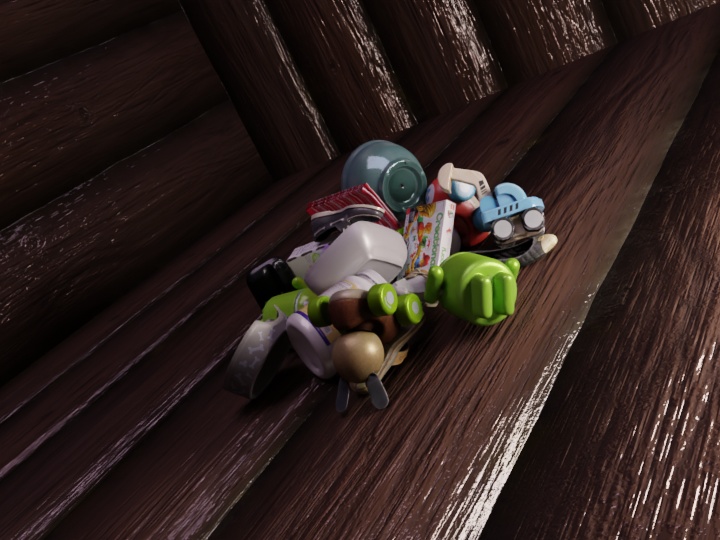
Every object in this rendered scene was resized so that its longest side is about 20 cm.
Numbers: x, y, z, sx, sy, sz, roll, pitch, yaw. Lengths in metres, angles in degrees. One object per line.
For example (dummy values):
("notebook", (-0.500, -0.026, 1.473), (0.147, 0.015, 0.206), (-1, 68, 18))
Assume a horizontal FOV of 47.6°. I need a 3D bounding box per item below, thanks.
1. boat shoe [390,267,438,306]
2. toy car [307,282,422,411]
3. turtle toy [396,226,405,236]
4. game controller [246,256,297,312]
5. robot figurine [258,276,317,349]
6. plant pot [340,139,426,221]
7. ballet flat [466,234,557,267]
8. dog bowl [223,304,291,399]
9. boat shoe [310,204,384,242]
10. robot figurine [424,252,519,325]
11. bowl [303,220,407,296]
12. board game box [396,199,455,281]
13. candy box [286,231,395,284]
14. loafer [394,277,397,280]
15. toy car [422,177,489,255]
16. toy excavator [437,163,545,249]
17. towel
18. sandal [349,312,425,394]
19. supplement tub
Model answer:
("boat shoe", (0.111, 0.029, 1.579), (0.069, 0.074, 0.200), (-63, -19, 11))
("toy car", (0.007, 0.141, 1.411), (0.163, 0.203, 0.157), (-13, -22, 35))
("turtle toy", (0.053, -0.049, 1.984), (0.145, 0.102, 0.199), (-40, 11, -36))
("game controller", (-0.190, 0.063, 1.916), (0.103, 0.201, 0.042), (-26, 34, -2))
("robot figurine", (-0.139, 0.104, 1.835), (0.198, 0.116, 0.177), (-15, 38, 35))
("plant pot", (0.071, -0.199, 1.886), (0.199, 0.202, 0.134), (-33, 22, -19))
("ballet flat", (0.298, -0.034, 1.634), (0.198, 0.057, 0.067), (-20, 18, 28))
("dog bowl", (-0.199, 0.171, 1.657), (0.201, 0.058, 0.200), (-59, -10, -18))
("boat shoe", (-0.030, -0.101, 1.819), (0.198, 0.064, 0.072), (-7, -20, 37))
("robot figurine", (0.202, 0.031, 1.455), (0.173, 0.117, 0.200), (-8, 10, -15))
("bowl", (0.000, 0.000, 1.726), (0.200, 0.075, 0.199), (-45, -32, 20))
("board game box", (0.139, -0.044, 1.753), (0.125, 0.034, 0.203), (-10, 66, 50))
("candy box", (-0.046, 0.003, 1.894), (0.198, 0.169, 0.072), (-21, 19, 24))
("loafer", (0.134, -0.029, 1.906), (0.070, 0.069, 0.200), (19, 36, 28))
("toy car", (0.183, -0.094, 1.846), (0.200, 0.177, 0.184), (-46, 10, -15))
("toy excavator", (0.274, -0.146, 1.697), (0.192, 0.203, 0.100), (-17, -15, 10))
("towel", (-0.018, -0.123, 1.879), (0.199, 0.145, 0.023), (-15, 39, 43))
("sandal", (0.053, 0.152, 1.489), (0.080, 0.054, 0.201), (7, 51, 46))
("supplement tub", (-0.032, 0.102, 1.607), (0.199, 0.147, 0.145), (-34, 17, -22))
